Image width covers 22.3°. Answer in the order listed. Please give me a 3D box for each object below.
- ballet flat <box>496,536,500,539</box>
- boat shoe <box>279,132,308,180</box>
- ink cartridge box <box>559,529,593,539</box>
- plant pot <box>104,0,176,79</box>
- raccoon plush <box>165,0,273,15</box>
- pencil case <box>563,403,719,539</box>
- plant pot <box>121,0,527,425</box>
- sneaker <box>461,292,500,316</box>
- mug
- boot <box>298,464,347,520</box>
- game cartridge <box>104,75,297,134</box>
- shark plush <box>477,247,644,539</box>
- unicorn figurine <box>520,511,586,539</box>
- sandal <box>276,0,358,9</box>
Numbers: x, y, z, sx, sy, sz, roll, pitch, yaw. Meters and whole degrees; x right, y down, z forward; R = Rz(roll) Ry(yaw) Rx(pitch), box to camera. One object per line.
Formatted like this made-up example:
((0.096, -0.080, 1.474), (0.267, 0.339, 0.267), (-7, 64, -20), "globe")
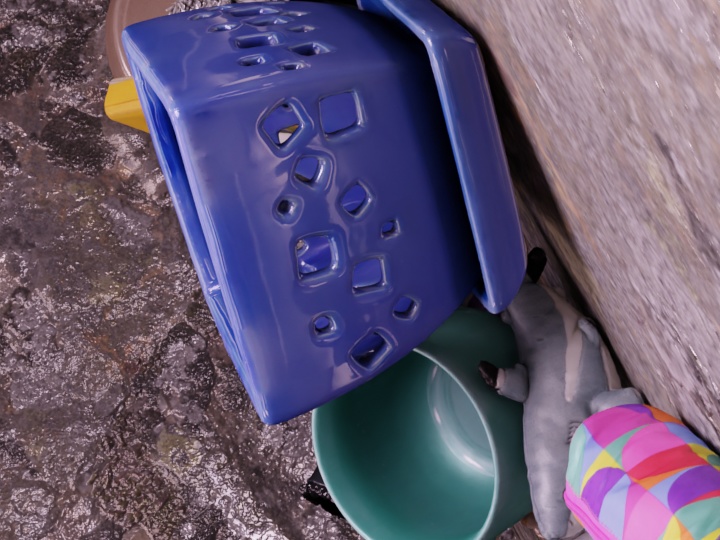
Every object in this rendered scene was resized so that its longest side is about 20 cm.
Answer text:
((0.102, 0.137, 1.288), (0.069, 0.201, 0.069), (32, -171, -6), "ballet flat")
((-0.009, -0.052, 1.224), (0.071, 0.198, 0.064), (32, -114, -64), "boat shoe")
((0.172, 0.198, 1.114), (0.067, 0.115, 0.200), (59, 178, -5), "ink cartridge box")
((-0.122, -0.231, 1.677), (0.201, 0.199, 0.175), (60, 159, 0), "plant pot")
((-0.068, -0.199, 1.220), (0.097, 0.133, 0.200), (61, 178, 18), "raccoon plush")
((0.165, 0.134, 0.933), (0.089, 0.088, 0.200), (61, 178, -17), "pencil case")
((-0.017, -0.058, 1.059), (0.200, 0.179, 0.201), (-126, 17, -64), "plant pot")
((0.124, 0.088, 1.339), (0.088, 0.080, 0.201), (28, 144, 44), "sneaker")
((0.055, 0.113, 1.208), (0.152, 0.114, 0.186), (41, 128, 21), "mug")
((0.001, 0.109, 1.420), (0.197, 0.163, 0.073), (22, 164, 9), "boot")
((-0.054, -0.101, 1.258), (0.175, 0.033, 0.199), (18, 170, -35), "game cartridge")
((0.112, 0.057, 1.112), (0.201, 0.083, 0.091), (71, 161, -2), "shark plush")
((0.180, 0.191, 1.264), (0.137, 0.074, 0.200), (38, -179, 7), "unicorn figurine")
((0.003, -0.148, 1.199), (0.045, 0.075, 0.200), (51, -179, 26), "sandal")
